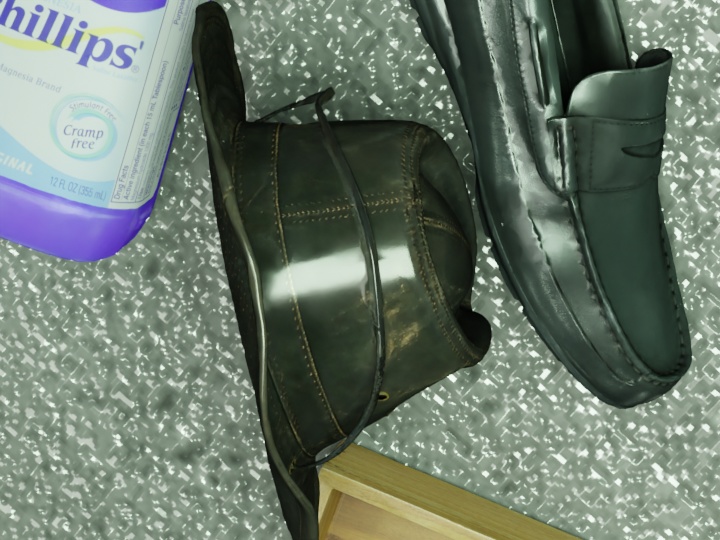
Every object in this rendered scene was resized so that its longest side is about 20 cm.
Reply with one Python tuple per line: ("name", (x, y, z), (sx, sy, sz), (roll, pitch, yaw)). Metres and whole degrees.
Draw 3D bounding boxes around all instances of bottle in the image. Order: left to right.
("bottle", (-0.089, -0.107, 0.950), (0.083, 0.065, 0.201), (21, 109, 7))

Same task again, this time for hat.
("hat", (0.000, 0.000, 0.902), (0.080, 0.201, 0.202), (-12, 102, 1))

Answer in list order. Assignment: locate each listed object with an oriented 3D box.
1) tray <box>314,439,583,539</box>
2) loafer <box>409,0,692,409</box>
("tray", (0.066, 0.146, 0.996), (0.199, 0.037, 0.099), (23, 110, 9))
("loafer", (0.072, -0.052, 0.919), (0.070, 0.068, 0.201), (-16, 97, 33))
